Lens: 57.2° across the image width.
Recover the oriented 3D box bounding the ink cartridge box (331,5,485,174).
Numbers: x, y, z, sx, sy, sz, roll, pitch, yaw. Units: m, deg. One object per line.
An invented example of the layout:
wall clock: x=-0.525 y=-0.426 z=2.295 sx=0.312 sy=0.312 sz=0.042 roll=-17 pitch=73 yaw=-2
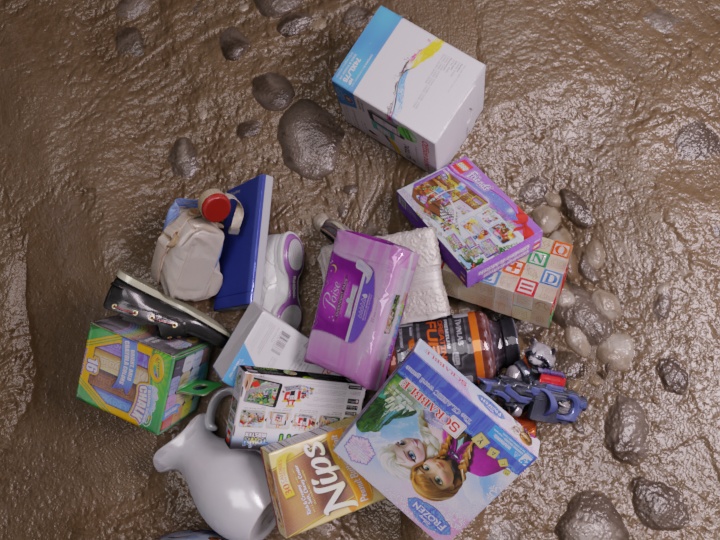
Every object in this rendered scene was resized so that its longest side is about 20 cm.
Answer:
ink cartridge box: x=0.081 y=-0.280 z=1.054 sx=0.197 sy=0.147 sz=0.148 roll=33 pitch=84 yaw=15

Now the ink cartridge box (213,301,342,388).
ink cartridge box: x=-0.109 y=0.152 z=1.003 sx=0.198 sy=0.066 sz=0.118 roll=36 pitch=82 yaw=-27

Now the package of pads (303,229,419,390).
package of pads: x=-0.001 y=0.053 z=0.931 sx=0.118 sy=0.075 sz=0.206 roll=17 pitch=94 yaw=28

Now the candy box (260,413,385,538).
candy box: x=-0.035 y=0.283 z=0.942 sx=0.195 sy=0.055 sz=0.119 roll=-13 pitch=90 yaw=-24

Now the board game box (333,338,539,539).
board game box: x=0.093 y=0.227 z=0.855 sx=0.198 sy=0.041 sz=0.201 roll=38 pitch=117 yaw=4

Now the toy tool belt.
toy tool belt: x=-0.272 y=-0.060 z=1.061 sx=0.123 sy=0.122 sz=0.204 roll=49 pitch=124 yaw=43

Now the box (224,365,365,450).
box: x=-0.092 y=0.206 z=0.963 sx=0.195 sy=0.035 sz=0.114 roll=11 pitch=94 yaw=-28

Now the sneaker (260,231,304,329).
sneaker: x=-0.144 y=0.041 z=1.073 sx=0.097 sy=0.074 sz=0.207 roll=0 pitch=79 yaw=34

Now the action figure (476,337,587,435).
action figure: x=0.204 y=0.181 z=0.914 sx=0.196 sy=0.105 sz=0.197 roll=23 pitch=101 yaw=-29

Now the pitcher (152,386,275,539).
pitcher: x=-0.192 y=0.290 z=0.997 sx=0.198 sy=0.122 sz=0.173 roll=31 pitch=78 yaw=26

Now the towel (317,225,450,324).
towel: x=0.031 y=0.015 z=0.984 sx=0.195 sy=0.034 sz=0.137 roll=-10 pitch=91 yaw=24

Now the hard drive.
hard drive: x=-0.191 y=-0.041 z=1.070 sx=0.130 sy=0.025 sz=0.207 roll=-11 pitch=71 yaw=52

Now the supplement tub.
supplement tub: x=0.134 y=0.120 z=0.979 sx=0.194 sy=0.107 sz=0.110 roll=-10 pitch=76 yaw=7

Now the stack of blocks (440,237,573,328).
stack of blocks: x=0.206 y=-0.005 z=0.995 sx=0.195 sy=0.059 sz=0.116 roll=17 pitch=54 yaw=21

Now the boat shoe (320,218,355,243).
boat shoe: x=0.000 y=0.000 z=1.045 sx=0.073 sy=0.075 sz=0.200 roll=-45 pitch=74 yaw=-3

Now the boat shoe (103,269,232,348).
boat shoe: x=-0.289 y=0.072 z=1.004 sx=0.198 sy=0.073 sz=0.064 roll=29 pitch=83 yaw=-23

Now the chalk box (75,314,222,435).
chalk box: x=-0.313 y=0.161 z=1.022 sx=0.195 sy=0.124 sz=0.127 roll=20 pitch=100 yaw=14

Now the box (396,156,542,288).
box: x=0.160 y=-0.079 z=0.998 sx=0.134 sy=0.040 sz=0.201 roll=-26 pitch=51 yaw=-13

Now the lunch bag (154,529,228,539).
lunch bag: x=-0.252 y=0.440 z=0.942 sx=0.194 sy=0.170 sz=0.128 roll=10 pitch=79 yaw=10
